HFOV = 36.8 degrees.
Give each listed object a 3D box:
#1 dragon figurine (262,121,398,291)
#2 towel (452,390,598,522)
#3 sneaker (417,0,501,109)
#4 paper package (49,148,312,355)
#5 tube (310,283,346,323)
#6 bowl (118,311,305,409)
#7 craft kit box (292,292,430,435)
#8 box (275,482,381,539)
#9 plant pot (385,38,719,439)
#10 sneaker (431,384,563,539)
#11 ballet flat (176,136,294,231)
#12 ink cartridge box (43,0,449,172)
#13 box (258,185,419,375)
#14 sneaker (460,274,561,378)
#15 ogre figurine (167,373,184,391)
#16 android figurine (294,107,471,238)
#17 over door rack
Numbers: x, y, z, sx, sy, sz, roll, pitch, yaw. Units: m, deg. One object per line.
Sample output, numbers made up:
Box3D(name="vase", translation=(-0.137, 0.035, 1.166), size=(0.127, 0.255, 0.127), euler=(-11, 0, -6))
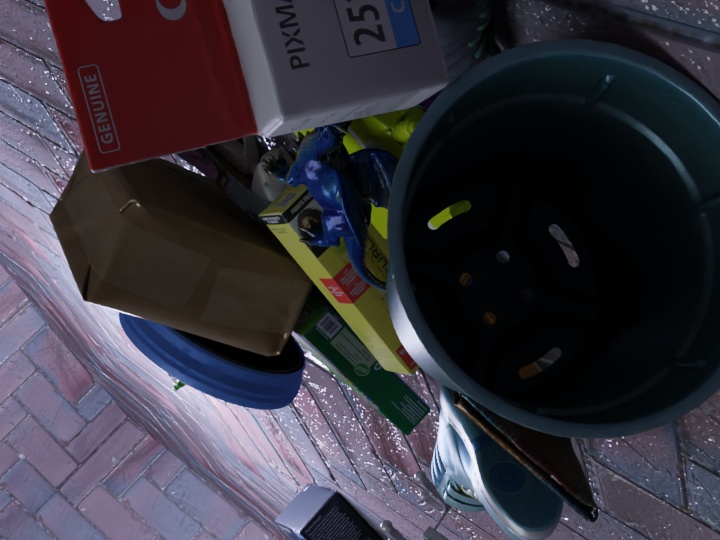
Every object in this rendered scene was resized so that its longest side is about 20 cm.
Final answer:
Box3D(name="dragon figurine", translation=(-0.005, -0.054, 0.774), size=(0.099, 0.059, 0.200), euler=(3, 125, 53))
Box3D(name="towel", translation=(0.131, 0.121, 0.904), size=(0.147, 0.022, 0.200), euler=(40, -171, -5))
Box3D(name="sneaker", translation=(0.056, -0.152, 0.608), size=(0.087, 0.075, 0.200), euler=(15, 160, -14))
Box3D(name="paper package", translation=(-0.172, -0.026, 1.032), size=(0.200, 0.104, 0.191), euler=(20, -164, -34))
Box3D(name="tube", translation=(-0.042, 0.009, 1.134), size=(0.200, 0.050, 0.078), euler=(31, 156, 40))
Box3D(name="bowl", translation=(-0.144, 0.066, 1.095), size=(0.200, 0.039, 0.201), euler=(28, -165, -8))
Box3D(name="craft kit box", translation=(-0.039, 0.072, 1.170), size=(0.200, 0.049, 0.197), euler=(47, 175, -37))
Box3D(name="box", translation=(-0.046, 0.526, 2.109), size=(0.200, 0.107, 0.148), euler=(49, 161, -12))
Box3D(name="plant pot", translation=(0.100, -0.002, 0.628), size=(0.200, 0.200, 0.196), euler=(43, 168, 2))
Box3D(name="sneaker", translation=(0.125, 0.201, 1.013), size=(0.200, 0.079, 0.131), euler=(-111, 22, -51))
Box3D(name="ballet flat", translation=(-0.103, -0.100, 1.012), size=(0.200, 0.069, 0.071), euler=(38, 140, 18))
Box3D(name="ink cartridge box", translation=(-0.066, -0.163, 0.517), size=(0.045, 0.176, 0.201), euler=(-16, 89, 69))
Box3D(name="box", translation=(0.000, 0.000, 0.985), size=(0.200, 0.075, 0.050), euler=(53, 159, -21))
Box3D(name="sneaker", translation=(0.117, 0.070, 0.872), size=(0.200, 0.075, 0.088), euler=(36, 166, -2))
Box3D(name="ogre figurine", translation=(-0.286, 0.121, 1.760), size=(0.098, 0.200, 0.120), euler=(-36, 84, 28))
Box3D(name="android figurine", translation=(0.016, -0.080, 0.840), size=(0.182, 0.041, 0.200), euler=(50, 162, -16))
Box3D(name="over door rack", translation=(0.093, 0.238, 1.184), size=(0.067, 0.148, 0.200), euler=(37, 161, 3))
